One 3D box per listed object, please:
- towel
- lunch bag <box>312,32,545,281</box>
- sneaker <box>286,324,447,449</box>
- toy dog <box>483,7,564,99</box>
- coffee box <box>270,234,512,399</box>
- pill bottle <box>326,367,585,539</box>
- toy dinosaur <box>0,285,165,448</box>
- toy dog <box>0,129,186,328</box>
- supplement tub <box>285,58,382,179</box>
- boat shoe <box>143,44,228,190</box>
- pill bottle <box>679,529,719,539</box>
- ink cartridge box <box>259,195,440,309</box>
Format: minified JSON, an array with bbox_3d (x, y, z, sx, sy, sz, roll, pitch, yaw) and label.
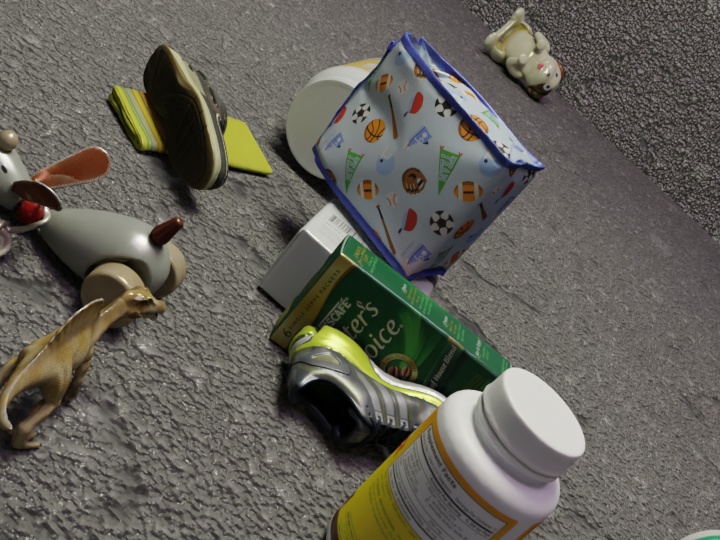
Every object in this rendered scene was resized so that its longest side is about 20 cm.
[{"bbox_3d":[-0.186,-0.151,1.058,0.199,0.018,0.087,6,48,-53],"label":"towel"},{"bbox_3d":[0.060,-0.119,0.974,0.200,0.170,0.123,49,23,19],"label":"lunch bag"},{"bbox_3d":[0.013,0.133,0.839,0.199,0.074,0.081,31,33,-6],"label":"sneaker"},{"bbox_3d":[0.430,-0.536,2.446,0.200,0.139,0.194,49,-11,19],"label":"toy dog"},{"bbox_3d":[0.027,0.074,0.880,0.199,0.123,0.044,39,28,-8],"label":"coffee box"},{"bbox_3d":[0.070,0.166,0.697,0.109,0.200,0.110,32,26,-18],"label":"pill bottle"},{"bbox_3d":[-0.199,0.060,0.598,0.058,0.101,0.200,41,25,-1],"label":"toy dinosaur"},{"bbox_3d":[-0.216,-0.046,0.748,0.199,0.096,0.133,31,27,-22],"label":"toy dog"},{"bbox_3d":[-0.004,-0.197,1.236,0.145,0.146,0.200,43,25,4],"label":"supplement tub"},{"bbox_3d":[-0.170,-0.161,0.995,0.066,0.072,0.202,10,39,-43],"label":"boat shoe"},{"bbox_3d":[0.361,0.361,0.907,0.112,0.113,0.201,32,26,-19],"label":"pill bottle"},{"bbox_3d":[0.000,0.000,1.000,0.145,0.084,0.200,41,25,-1],"label":"ink cartridge box"}]
